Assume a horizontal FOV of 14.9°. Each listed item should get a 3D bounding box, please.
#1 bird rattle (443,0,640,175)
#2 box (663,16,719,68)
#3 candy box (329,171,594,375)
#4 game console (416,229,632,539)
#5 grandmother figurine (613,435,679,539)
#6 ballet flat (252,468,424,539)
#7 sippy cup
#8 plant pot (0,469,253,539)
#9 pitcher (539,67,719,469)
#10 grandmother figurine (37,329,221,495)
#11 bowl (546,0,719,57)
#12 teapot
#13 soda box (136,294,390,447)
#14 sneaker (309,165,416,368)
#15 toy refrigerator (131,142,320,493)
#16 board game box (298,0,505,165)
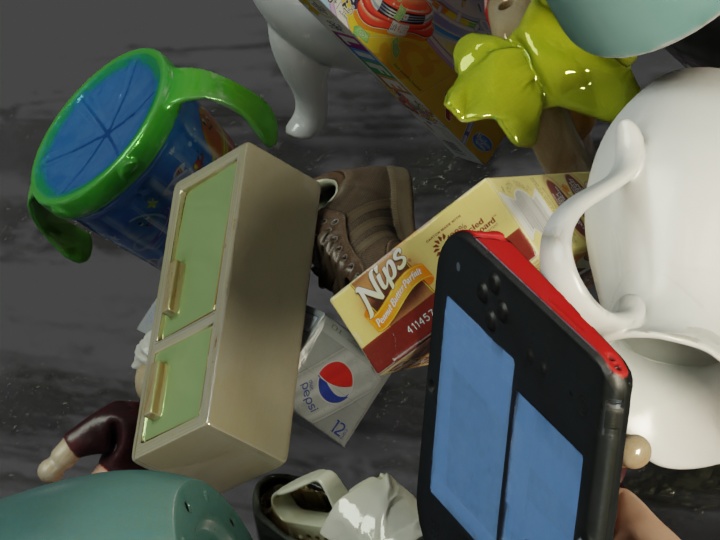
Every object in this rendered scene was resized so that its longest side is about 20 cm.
[{"bbox_3d":[0.098,-0.124,1.659,0.112,0.163,0.200,-23,33,1],"label":"bird rattle"},{"bbox_3d":[0.244,-0.178,1.540,0.200,0.148,0.125,16,71,57],"label":"box"},{"bbox_3d":[0.076,-0.001,1.543,0.115,0.055,0.200,-37,-12,21],"label":"candy box"},{"bbox_3d":[0.079,0.095,1.389,0.177,0.031,0.201,-128,37,-55],"label":"game console"},{"bbox_3d":[0.125,0.137,1.424,0.122,0.060,0.200,-63,29,15],"label":"grandmother figurine"},{"bbox_3d":[-0.004,0.151,1.573,0.068,0.069,0.200,-32,20,-32],"label":"ballet flat"},{"bbox_3d":[-0.141,-0.065,1.941,0.178,0.130,0.140,7,61,55],"label":"sippy cup"},{"bbox_3d":[-0.142,0.207,1.596,0.160,0.201,0.201,-25,37,16],"label":"plant pot"},{"bbox_3d":[0.161,-0.022,1.457,0.121,0.172,0.201,-14,46,35],"label":"pitcher"},{"bbox_3d":[-0.140,0.131,1.736,0.061,0.121,0.201,26,99,63],"label":"grandmother figurine"},{"bbox_3d":[0.146,-0.225,1.473,0.201,0.105,0.201,-36,35,30],"label":"bowl"},{"bbox_3d":[0.027,-0.209,1.865,0.199,0.146,0.198,-8,55,30],"label":"teapot"},{"bbox_3d":[-0.063,0.049,1.775,0.064,0.068,0.200,-57,31,-7],"label":"soda box"},{"bbox_3d":[0.000,0.000,1.723,0.075,0.071,0.200,-1,29,-3],"label":"sneaker"},{"bbox_3d":[-0.083,0.028,1.684,0.076,0.070,0.201,-26,46,42],"label":"toy refrigerator"},{"bbox_3d":[0.050,-0.178,1.744,0.034,0.200,0.135,21,74,50],"label":"board game box"}]
